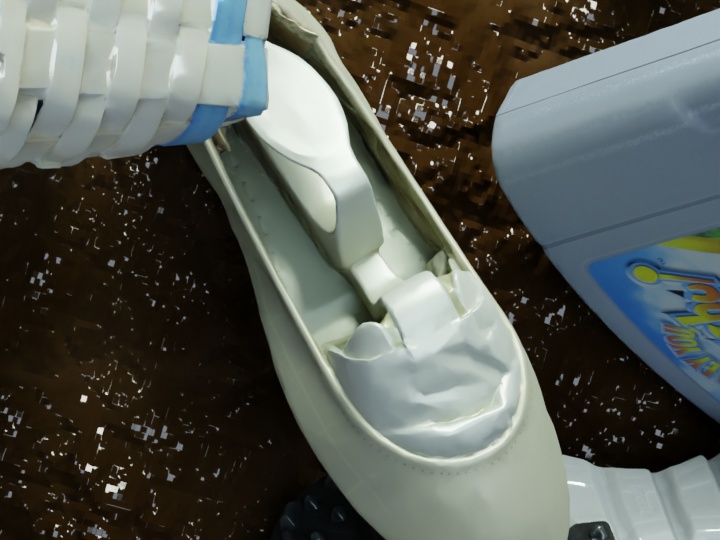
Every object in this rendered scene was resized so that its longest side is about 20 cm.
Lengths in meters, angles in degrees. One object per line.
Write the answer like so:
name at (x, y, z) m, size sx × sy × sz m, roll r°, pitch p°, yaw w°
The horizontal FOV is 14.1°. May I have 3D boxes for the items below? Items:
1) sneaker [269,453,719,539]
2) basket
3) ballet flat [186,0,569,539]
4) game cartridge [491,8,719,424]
sneaker at (0.072, 0.100, 0.895) m, size 0.200 × 0.066 × 0.091 m, roll -3°, pitch 125°, yaw -6°
basket at (-0.133, -0.088, 0.755) m, size 0.200 × 0.176 × 0.139 m, roll -1°, pitch 91°, yaw -29°
ballet flat at (0.000, 0.000, 0.828) m, size 0.069 × 0.069 × 0.200 m, roll -28°, pitch 79°, yaw -17°
game cartridge at (0.137, 0.003, 0.878) m, size 0.200 × 0.133 × 0.040 m, roll 41°, pitch 57°, yaw -27°
